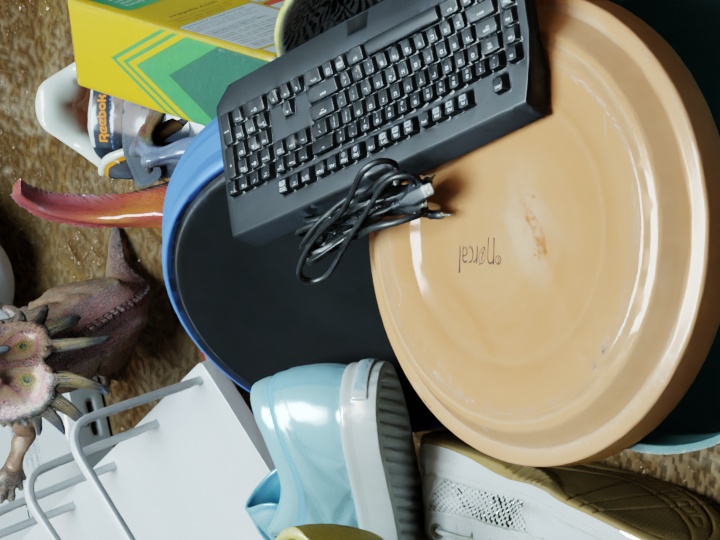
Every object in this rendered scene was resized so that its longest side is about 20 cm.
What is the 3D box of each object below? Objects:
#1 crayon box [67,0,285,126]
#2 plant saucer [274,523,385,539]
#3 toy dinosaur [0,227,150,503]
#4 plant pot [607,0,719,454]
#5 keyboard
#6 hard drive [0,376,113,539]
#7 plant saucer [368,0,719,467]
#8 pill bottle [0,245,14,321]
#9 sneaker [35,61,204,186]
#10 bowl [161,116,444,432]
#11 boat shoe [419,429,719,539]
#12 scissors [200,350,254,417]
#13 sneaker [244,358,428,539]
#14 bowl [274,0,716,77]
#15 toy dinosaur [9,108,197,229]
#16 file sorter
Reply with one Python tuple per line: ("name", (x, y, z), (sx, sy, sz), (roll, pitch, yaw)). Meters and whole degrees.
("crayon box", (-0.059, -0.121, 1.379), (0.200, 0.126, 0.052), (21, 124, 45))
("plant saucer", (0.027, 0.213, 1.290), (0.200, 0.048, 0.200), (38, 143, 6))
("toy dinosaur", (-0.163, 0.040, 1.481), (0.086, 0.200, 0.136), (46, 143, -1))
("plant pot", (0.168, -0.027, 1.140), (0.200, 0.134, 0.200), (2, 93, 48))
("keyboard", (0.000, -0.062, 1.151), (0.200, 0.040, 0.104), (-25, 73, 46))
("hard drive", (-0.222, 0.118, 1.638), (0.200, 0.026, 0.132), (-27, 72, 44))
("plant saucer", (0.070, -0.017, 1.127), (0.200, 0.032, 0.200), (1, 91, 49))
("pill bottle", (-0.279, -0.006, 1.621), (0.200, 0.111, 0.111), (47, 124, 41))
("sneaker", (-0.096, -0.081, 1.462), (0.200, 0.079, 0.078), (3, 93, 45))
("bowl", (0.000, 0.000, 1.292), (0.201, 0.201, 0.039), (-43, 20, 39))
("boat shoe", (0.099, 0.128, 1.271), (0.200, 0.071, 0.069), (18, 105, 54))
("scissors", (-0.032, 0.100, 1.448), (0.073, 0.014, 0.200), (-43, 62, 36))
("sneaker", (-0.012, 0.127, 1.337), (0.082, 0.074, 0.200), (1, 120, 16))
("bowl", (0.066, -0.134, 1.237), (0.201, 0.201, 0.094), (-22, 51, 45))
("toy dinosaur", (-0.038, -0.015, 1.353), (0.181, 0.200, 0.105), (29, 137, 41))
("file sorter", (-0.135, 0.169, 1.459), (0.200, 0.125, 0.139), (-44, 73, 38))
